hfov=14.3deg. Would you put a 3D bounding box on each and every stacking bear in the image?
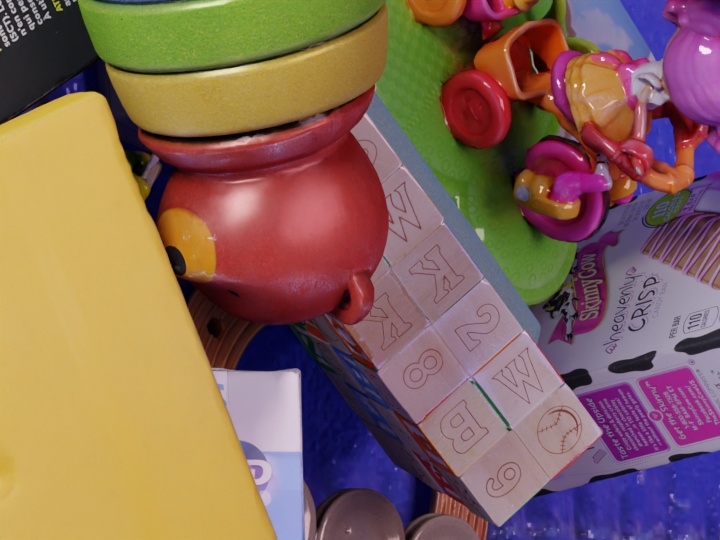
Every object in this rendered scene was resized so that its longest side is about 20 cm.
[{"bbox_3d":[-0.041,-0.077,0.961,0.113,0.121,0.201,-28,116,-39],"label":"stacking bear"}]

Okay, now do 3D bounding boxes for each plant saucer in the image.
[{"bbox_3d":[0.008,-0.046,1.168,0.019,0.070,0.200,-41,113,-10],"label":"plant saucer"}]

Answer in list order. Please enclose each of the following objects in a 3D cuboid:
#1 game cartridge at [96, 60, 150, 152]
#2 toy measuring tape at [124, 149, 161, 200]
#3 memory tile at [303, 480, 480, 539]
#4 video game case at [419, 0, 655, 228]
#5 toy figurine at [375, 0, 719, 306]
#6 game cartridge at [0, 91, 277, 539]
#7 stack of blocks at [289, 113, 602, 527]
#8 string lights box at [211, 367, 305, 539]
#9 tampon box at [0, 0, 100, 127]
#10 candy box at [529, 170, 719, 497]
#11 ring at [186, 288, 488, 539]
[{"bbox_3d":[-0.036,-0.106,1.230,0.199,0.041,0.134,2,84,-46],"label":"game cartridge"},{"bbox_3d":[-0.108,-0.046,1.067,0.073,0.074,0.200,21,109,-41],"label":"toy measuring tape"},{"bbox_3d":[-0.016,0.188,1.176,0.153,0.017,0.201,18,77,-40],"label":"memory tile"},{"bbox_3d":[0.043,-0.102,1.270,0.182,0.022,0.200,55,48,-23],"label":"video game case"},{"bbox_3d":[0.109,-0.091,1.188,0.150,0.184,0.201,-25,101,-45],"label":"toy figurine"},{"bbox_3d":[-0.124,0.067,0.925,0.176,0.032,0.201,-27,103,-29],"label":"game cartridge"},{"bbox_3d":[0.000,0.000,1.151,0.059,0.115,0.200,-40,111,-10],"label":"stack of blocks"},{"bbox_3d":[-0.074,0.140,1.089,0.102,0.059,0.201,1,79,-15],"label":"string lights box"},{"bbox_3d":[-0.148,-0.131,1.034,0.200,0.149,0.127,-40,111,-43],"label":"tampon box"},{"bbox_3d":[0.146,0.018,1.256,0.061,0.199,0.137,55,36,-24],"label":"candy box"},{"bbox_3d":[-0.016,0.081,1.220,0.200,0.019,0.202,14,71,-44],"label":"ring"}]
